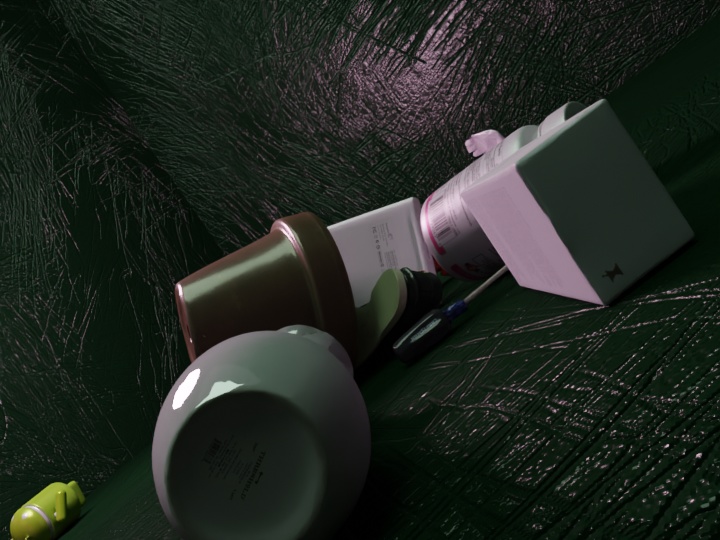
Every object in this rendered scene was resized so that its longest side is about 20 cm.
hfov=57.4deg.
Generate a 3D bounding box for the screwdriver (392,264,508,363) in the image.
[{"bbox_3d":[0.113,0.022,0.622,0.198,0.028,0.029,-37,32,3],"label":"screwdriver"}]

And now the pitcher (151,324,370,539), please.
[{"bbox_3d":[-0.064,0.121,0.405,0.200,0.119,0.175,114,180,-88],"label":"pitcher"}]

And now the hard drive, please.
[{"bbox_3d":[0.000,0.000,0.851,0.197,0.135,0.026,-17,-8,30],"label":"hard drive"}]

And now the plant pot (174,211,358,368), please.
[{"bbox_3d":[-0.117,0.050,0.760,0.171,0.205,0.200,-15,-6,-20],"label":"plant pot"}]

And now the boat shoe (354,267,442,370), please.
[{"bbox_3d":[0.026,0.063,0.756,0.062,0.075,0.202,3,-30,-26],"label":"boat shoe"}]

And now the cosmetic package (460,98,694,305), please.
[{"bbox_3d":[0.142,-0.044,0.481,0.071,0.102,0.200,-35,3,1],"label":"cosmetic package"}]

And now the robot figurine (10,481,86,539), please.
[{"bbox_3d":[-0.791,0.620,1.658,0.173,0.118,0.200,-22,8,25],"label":"robot figurine"}]

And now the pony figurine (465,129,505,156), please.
[{"bbox_3d":[0.357,-0.262,1.518,0.198,0.170,0.191,-17,-4,-42],"label":"pony figurine"}]

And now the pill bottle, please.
[{"bbox_3d":[0.166,-0.078,0.692,0.199,0.114,0.113,-34,2,44],"label":"pill bottle"}]

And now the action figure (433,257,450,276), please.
[{"bbox_3d":[0.045,0.011,0.938,0.195,0.052,0.066,-11,-45,-12],"label":"action figure"}]
